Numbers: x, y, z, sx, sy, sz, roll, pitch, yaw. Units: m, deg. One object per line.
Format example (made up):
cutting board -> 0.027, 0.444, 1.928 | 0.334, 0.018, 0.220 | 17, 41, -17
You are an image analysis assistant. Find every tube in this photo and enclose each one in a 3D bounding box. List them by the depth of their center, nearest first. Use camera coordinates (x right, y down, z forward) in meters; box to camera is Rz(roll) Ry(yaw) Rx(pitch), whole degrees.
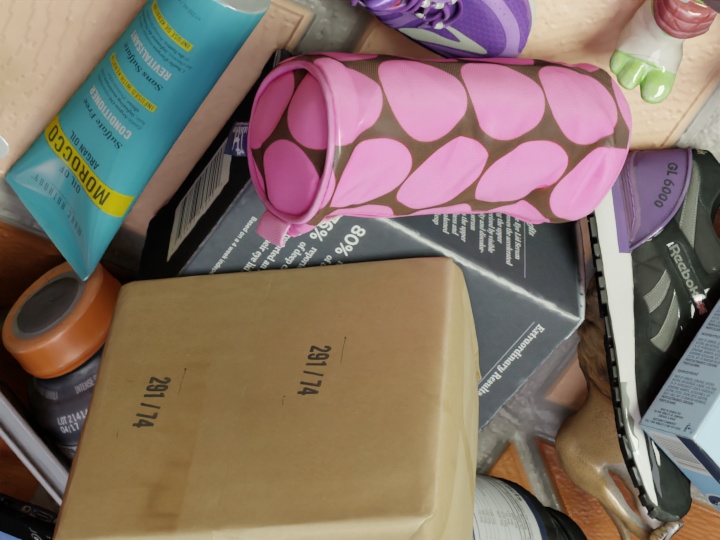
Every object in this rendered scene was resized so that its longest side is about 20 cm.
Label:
tube -> -0.120, -0.086, 1.202 | 0.050, 0.077, 0.200 | -11, 148, -50

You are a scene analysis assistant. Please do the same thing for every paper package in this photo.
paper package -> -0.040, 0.095, 1.117 | 0.191, 0.200, 0.104 | -4, 129, 8

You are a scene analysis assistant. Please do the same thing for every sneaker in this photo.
sneaker -> 0.016, -0.146, 1.109 | 0.081, 0.083, 0.200 | -32, 139, 23
sneaker -> 0.172, 0.031, 1.204 | 0.088, 0.200, 0.076 | -7, 172, 5

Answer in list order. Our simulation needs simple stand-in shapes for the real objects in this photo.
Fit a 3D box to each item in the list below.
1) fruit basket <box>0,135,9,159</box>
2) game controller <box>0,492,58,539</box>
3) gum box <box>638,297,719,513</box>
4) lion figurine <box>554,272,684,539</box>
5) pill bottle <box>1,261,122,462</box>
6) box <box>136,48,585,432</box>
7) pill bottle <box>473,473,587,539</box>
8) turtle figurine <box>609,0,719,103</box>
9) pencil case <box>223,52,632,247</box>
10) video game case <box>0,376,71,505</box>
fruit basket -> -0.313, -0.087, 1.187 | 0.185, 0.094, 0.200 | -31, 118, 25
game controller -> -0.174, 0.179, 1.369 | 0.200, 0.042, 0.104 | 15, 154, 32
gum box -> 0.255, 0.053, 1.208 | 0.045, 0.200, 0.170 | 13, 154, 53
lion figurine -> 0.152, 0.088, 1.315 | 0.122, 0.072, 0.200 | 41, 135, 14
pill bottle -> -0.118, 0.083, 1.305 | 0.106, 0.106, 0.200 | -25, 124, 22
box -> 0.000, 0.000, 1.231 | 0.200, 0.104, 0.148 | 28, 125, -19
pill bottle -> 0.047, 0.171, 1.324 | 0.112, 0.112, 0.200 | -36, 149, 28
turtle figurine -> 0.196, -0.122, 1.077 | 0.144, 0.200, 0.194 | -19, 159, -21
pencil case -> 0.039, -0.060, 1.126 | 0.200, 0.091, 0.094 | -2, 107, -34
video game case -> -0.211, 0.067, 1.283 | 0.017, 0.143, 0.200 | -39, 123, -7
